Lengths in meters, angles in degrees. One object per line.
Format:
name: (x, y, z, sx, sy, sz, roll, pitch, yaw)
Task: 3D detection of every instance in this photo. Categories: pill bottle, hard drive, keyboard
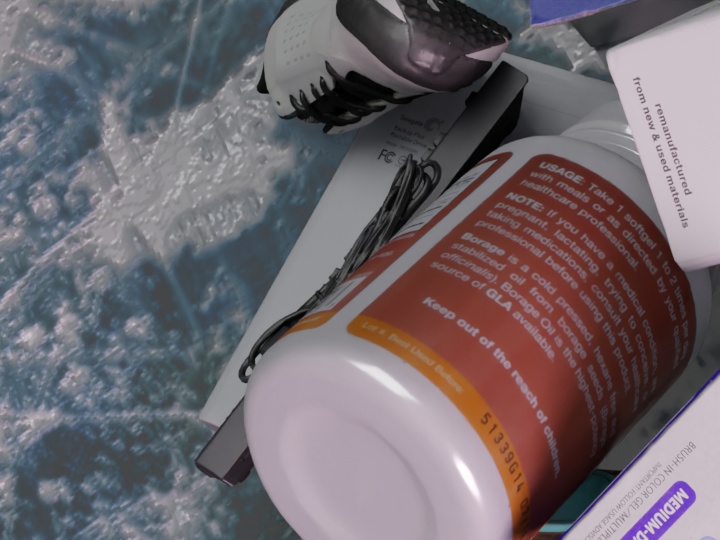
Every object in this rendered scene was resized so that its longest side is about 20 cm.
pill bottle: (0.058, 0.022, 0.828, 0.112, 0.113, 0.200, 17, 43, 36)
hard drive: (0.030, 0.001, 0.959, 0.131, 0.027, 0.201, 21, 76, 36)
keyboard: (0.000, 0.000, 0.887, 0.021, 0.127, 0.200, 36, 84, 6)

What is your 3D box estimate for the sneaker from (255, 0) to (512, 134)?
sneaker: (0.004, -0.088, 0.944, 0.080, 0.073, 0.200, -59, 14, 3)

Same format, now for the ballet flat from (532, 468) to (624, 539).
ballet flat: (0.108, 0.106, 0.831, 0.199, 0.066, 0.071, 1, 35, 40)

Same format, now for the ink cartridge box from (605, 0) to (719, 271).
ink cartridge box: (0.207, -0.077, 0.748, 0.199, 0.145, 0.084, -16, 97, 37)

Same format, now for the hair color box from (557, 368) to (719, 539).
hair color box: (0.160, 0.129, 0.719, 0.200, 0.065, 0.109, 44, 111, 9)

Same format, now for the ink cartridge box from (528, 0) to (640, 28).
ink cartridge box: (0.143, -0.209, 0.873, 0.195, 0.043, 0.201, -15, 57, 22)

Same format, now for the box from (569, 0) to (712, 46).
box: (0.167, -0.190, 0.936, 0.199, 0.097, 0.125, -13, 59, 25)
